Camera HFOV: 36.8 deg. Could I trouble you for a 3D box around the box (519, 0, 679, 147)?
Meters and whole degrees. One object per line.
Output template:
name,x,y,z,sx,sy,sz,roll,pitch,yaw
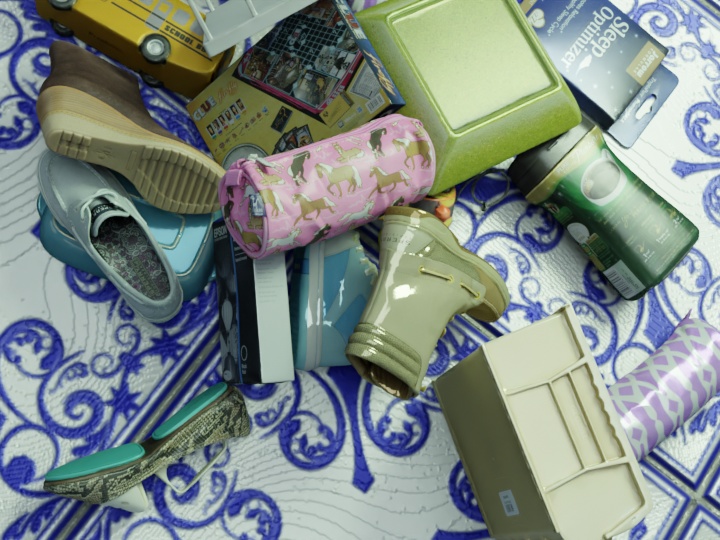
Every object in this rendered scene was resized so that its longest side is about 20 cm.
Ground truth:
box,0.264,-0.246,1.225,0.200,0.032,0.121,40,71,0

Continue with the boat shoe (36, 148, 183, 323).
boat shoe,-0.231,-0.043,1.007,0.070,0.072,0.201,-36,84,-18

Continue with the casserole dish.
casserole dish,-0.223,-0.048,1.069,0.198,0.039,0.122,21,72,-4

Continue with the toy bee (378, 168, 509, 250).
toy bee,0.053,-0.078,1.084,0.198,0.109,0.132,-16,117,5

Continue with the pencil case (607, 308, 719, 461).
pencil case,0.296,0.129,1.107,0.199,0.084,0.086,-33,60,-19

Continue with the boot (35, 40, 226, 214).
boot,-0.215,-0.146,1.056,0.198,0.073,0.167,21,33,-26

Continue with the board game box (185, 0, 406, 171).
board game box,-0.068,-0.163,1.065,0.199,0.035,0.136,-34,81,27

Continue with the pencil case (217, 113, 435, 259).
pencil case,-0.026,-0.079,0.976,0.198,0.087,0.083,-20,66,-28

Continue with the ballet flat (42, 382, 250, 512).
ballet flat,-0.189,0.179,1.005,0.199,0.068,0.076,-27,102,-18

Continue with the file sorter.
file sorter,-0.081,-0.311,0.995,0.198,0.139,0.125,-27,114,6

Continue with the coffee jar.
coffee jar,0.254,-0.072,1.146,0.104,0.085,0.200,-43,88,-15

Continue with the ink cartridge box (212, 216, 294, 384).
ink cartridge box,-0.104,0.007,1.027,0.039,0.099,0.203,-1,84,-28

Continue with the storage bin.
storage bin,0.161,0.159,1.005,0.093,0.200,0.200,-19,79,-14

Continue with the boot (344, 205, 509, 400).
boot,0.065,0.050,1.015,0.072,0.200,0.157,6,69,35

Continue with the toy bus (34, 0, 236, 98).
toy bus,-0.231,-0.252,1.107,0.199,0.065,0.079,29,71,-2

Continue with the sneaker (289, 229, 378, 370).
sneaker,0.000,0.000,1.068,0.129,0.080,0.203,4,98,-13

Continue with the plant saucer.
plant saucer,0.105,-0.204,1.064,0.199,0.048,0.201,-26,81,-21

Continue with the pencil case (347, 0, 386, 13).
pencil case,0.073,-0.255,1.153,0.198,0.084,0.086,27,91,-3
